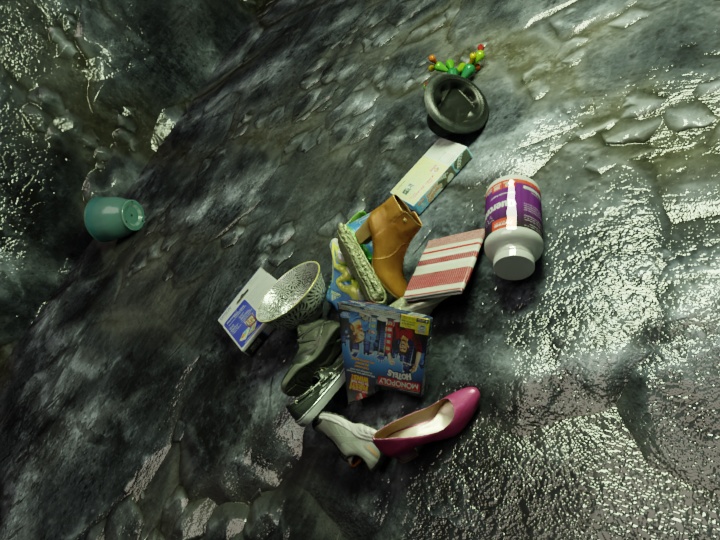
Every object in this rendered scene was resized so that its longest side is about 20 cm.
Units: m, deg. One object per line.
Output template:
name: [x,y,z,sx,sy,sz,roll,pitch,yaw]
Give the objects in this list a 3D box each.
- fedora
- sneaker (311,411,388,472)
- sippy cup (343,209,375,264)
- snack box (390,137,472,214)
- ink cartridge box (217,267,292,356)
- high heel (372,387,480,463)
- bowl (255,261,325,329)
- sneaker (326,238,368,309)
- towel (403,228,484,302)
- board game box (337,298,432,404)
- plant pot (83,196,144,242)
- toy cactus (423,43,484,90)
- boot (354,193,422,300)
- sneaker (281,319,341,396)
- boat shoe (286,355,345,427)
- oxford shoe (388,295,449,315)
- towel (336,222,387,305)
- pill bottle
fedora: [0.234,-0.413,1.468,0.092,0.199,0.202,131,160,-57]
sneaker: [-0.028,0.327,1.090,0.199,0.074,0.080,5,65,45]
sippy cup: [0.039,-0.083,1.358,0.130,0.140,0.178,-36,78,-5]
snack box: [0.178,-0.243,1.436,0.200,0.037,0.116,-47,37,-2]
ink cartridge box: [-0.285,0.109,1.550,0.198,0.047,0.200,-51,36,-4]
high heel: [0.116,0.259,0.994,0.199,0.096,0.068,-37,38,12]
bowl: [-0.153,0.081,1.393,0.200,0.094,0.201,-32,25,17]
sneaker: [-0.054,0.019,1.365,0.105,0.076,0.201,-38,52,20]
towel: [0.181,-0.010,1.195,0.143,0.023,0.201,-12,33,37]
board game box: [0.043,0.173,1.121,0.198,0.062,0.202,9,97,26]
plant pot: [-1.061,-0.233,2.476,0.186,0.201,0.201,-5,52,21]
toy cactus: [0.266,-0.551,1.599,0.198,0.102,0.166,-18,55,19]
boot: [0.083,-0.050,1.217,0.144,0.071,0.202,-38,79,31]
sneaker: [-0.122,0.193,1.297,0.114,0.076,0.200,17,66,51]
boat shoe: [-0.077,0.234,1.172,0.200,0.057,0.069,-47,5,-41]
oxford shoe: [0.112,0.085,1.192,0.199,0.058,0.075,-30,22,-3]
towel: [0.000,0.000,1.242,0.036,0.148,0.201,-28,76,-6]
pill bottle: [0.302,-0.085,1.116,0.112,0.112,0.201,-17,46,32]
